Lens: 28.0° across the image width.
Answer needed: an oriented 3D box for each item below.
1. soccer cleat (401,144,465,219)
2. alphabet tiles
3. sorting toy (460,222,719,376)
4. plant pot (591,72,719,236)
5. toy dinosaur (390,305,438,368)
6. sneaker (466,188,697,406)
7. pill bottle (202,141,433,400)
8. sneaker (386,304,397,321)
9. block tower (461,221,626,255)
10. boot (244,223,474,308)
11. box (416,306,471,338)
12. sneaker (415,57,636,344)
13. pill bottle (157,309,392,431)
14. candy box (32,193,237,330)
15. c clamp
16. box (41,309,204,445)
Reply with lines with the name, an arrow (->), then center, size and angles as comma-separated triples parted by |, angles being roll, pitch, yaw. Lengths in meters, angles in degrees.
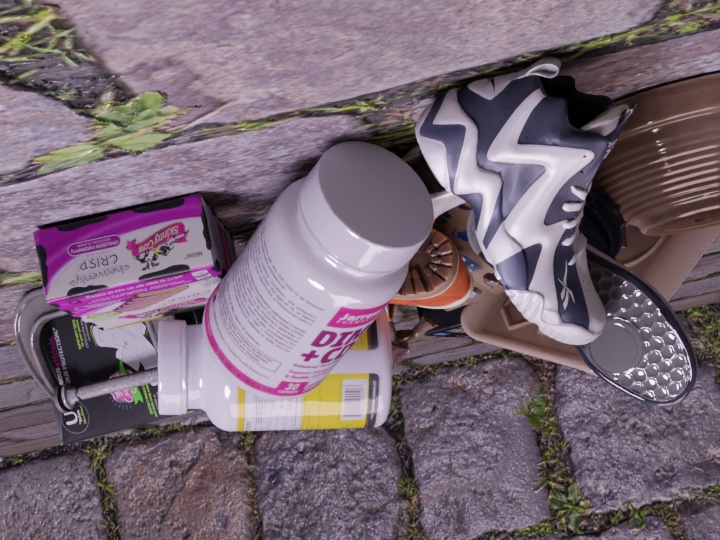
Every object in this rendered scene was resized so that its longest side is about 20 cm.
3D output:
soccer cleat -> 0.040, -0.060, 1.108 | 0.077, 0.070, 0.199 | 4, 156, -44
alphabet tiles -> 0.081, -0.029, 1.236 | 0.167, 0.008, 0.199 | 34, 146, -27
sorting toy -> 0.202, 0.006, 1.274 | 0.186, 0.037, 0.199 | -51, -149, -14
plant pot -> 0.264, -0.085, 1.145 | 0.199, 0.094, 0.201 | -12, 171, -2
toy dinosaur -> -0.001, 0.072, 1.609 | 0.136, 0.200, 0.086 | -50, 135, 5
sneaker -> 0.186, 0.010, 1.079 | 0.077, 0.202, 0.146 | -51, 163, 22
pill bottle -> -0.033, 0.001, 1.082 | 0.113, 0.114, 0.200 | -5, 149, -35
sneaker -> -0.011, 0.020, 1.493 | 0.198, 0.080, 0.074 | -13, 173, 15
block tower -> 0.131, -0.040, 1.271 | 0.198, 0.055, 0.058 | -5, 177, 31
boot -> 0.000, 0.000, 1.238 | 0.198, 0.076, 0.107 | 7, 172, 23
box -> 0.172, 0.020, 1.707 | 0.162, 0.087, 0.200 | -16, 170, 22
sneaker -> 0.140, -0.052, 0.951 | 0.129, 0.200, 0.080 | -28, -169, 25
pill bottle -> -0.075, 0.082, 1.252 | 0.198, 0.113, 0.112 | 0, 170, -7
candy box -> -0.175, -0.002, 1.187 | 0.135, 0.062, 0.200 | -13, 172, 1
c clamp -> -0.228, 0.082, 1.332 | 0.198, 0.173, 0.027 | -9, -165, 21
box -> -0.194, 0.081, 1.425 | 0.198, 0.126, 0.148 | -14, 180, 21
